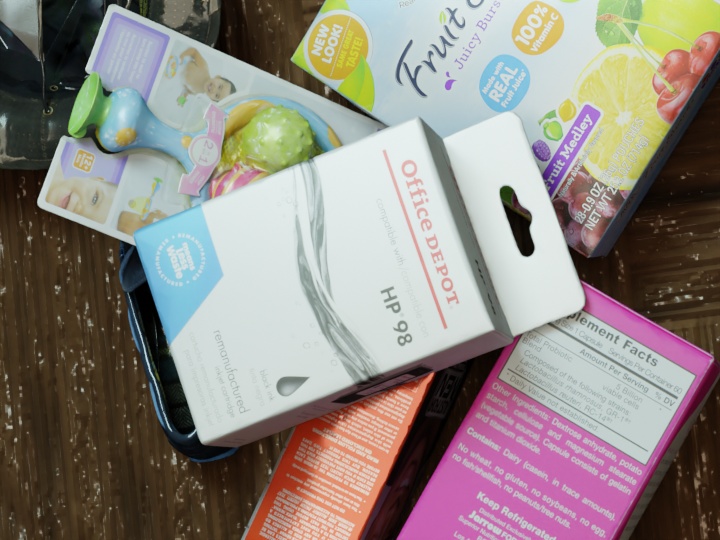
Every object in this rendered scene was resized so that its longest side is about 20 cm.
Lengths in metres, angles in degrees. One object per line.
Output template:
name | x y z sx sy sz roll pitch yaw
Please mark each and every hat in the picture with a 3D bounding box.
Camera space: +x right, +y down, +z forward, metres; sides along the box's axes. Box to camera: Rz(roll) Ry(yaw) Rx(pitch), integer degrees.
hat | -0.165 -0.148 1.284 0.199 0.081 0.203 1 93 12

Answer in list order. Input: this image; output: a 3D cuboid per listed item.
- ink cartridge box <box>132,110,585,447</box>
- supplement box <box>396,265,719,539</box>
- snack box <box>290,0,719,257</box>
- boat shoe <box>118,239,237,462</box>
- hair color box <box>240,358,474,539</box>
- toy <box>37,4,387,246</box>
ink cartridge box | 0.000 0.000 1.144 0.199 0.067 0.117 -22 79 10
supplement box | 0.099 0.111 1.199 0.103 0.101 0.201 31 91 13
snack box | 0.090 -0.130 1.234 0.199 0.068 0.169 33 99 14
boat shoe | -0.093 0.002 1.263 0.083 0.069 0.202 -17 80 9
hair color box | 0.000 0.095 1.221 0.061 0.101 0.201 25 91 13
toy | -0.060 -0.052 1.220 0.199 0.047 0.116 22 82 -17
